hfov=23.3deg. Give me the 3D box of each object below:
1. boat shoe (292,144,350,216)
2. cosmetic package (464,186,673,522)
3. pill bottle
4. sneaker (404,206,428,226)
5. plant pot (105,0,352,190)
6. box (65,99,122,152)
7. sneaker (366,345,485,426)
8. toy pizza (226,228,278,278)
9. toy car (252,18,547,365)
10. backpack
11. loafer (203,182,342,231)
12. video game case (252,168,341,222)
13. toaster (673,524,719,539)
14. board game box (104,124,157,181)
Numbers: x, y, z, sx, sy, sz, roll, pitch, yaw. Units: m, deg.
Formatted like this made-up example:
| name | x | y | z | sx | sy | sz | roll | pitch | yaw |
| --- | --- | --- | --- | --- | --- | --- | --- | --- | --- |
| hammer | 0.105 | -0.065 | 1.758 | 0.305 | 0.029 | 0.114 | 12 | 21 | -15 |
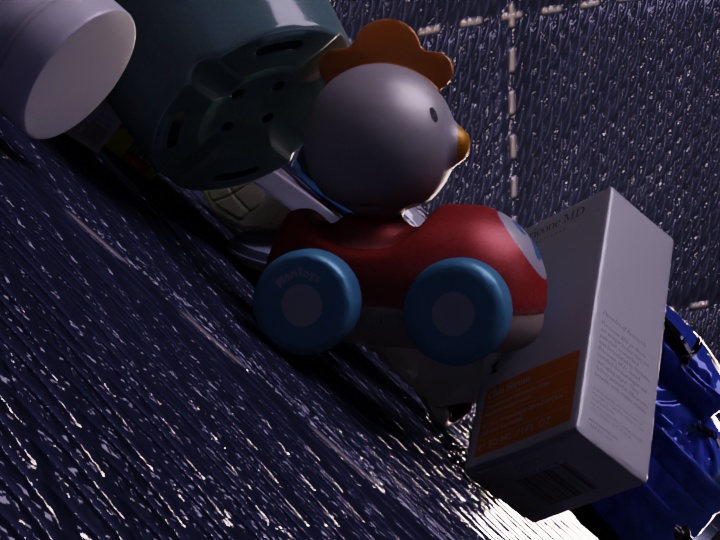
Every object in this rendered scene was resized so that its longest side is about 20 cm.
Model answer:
| name | x | y | z | sx | sy | sz | roll | pitch | yaw |
| --- | --- | --- | --- | --- | --- | --- | --- | --- | --- |
| boat shoe | -0.009 | -0.084 | 1.348 | 0.084 | 0.069 | 0.200 | 39 | 4 | -25 |
| cosmetic package | 0.141 | 0.054 | 1.158 | 0.071 | 0.101 | 0.201 | 37 | 46 | -26 |
| pill bottle | -0.221 | -0.164 | 0.950 | 0.200 | 0.112 | 0.112 | 40 | 3 | 15 |
| sneaker | 0.051 | 0.020 | 1.424 | 0.201 | 0.075 | 0.115 | 61 | 3 | -4 |
| plant pot | -0.110 | -0.172 | 1.143 | 0.197 | 0.200 | 0.200 | 59 | 13 | 27 |
| box | -0.224 | -0.134 | 1.139 | 0.039 | 0.042 | 0.200 | 42 | 5 | 31 |
| sneaker | 0.041 | 0.066 | 1.280 | 0.199 | 0.085 | 0.073 | 19 | 15 | 29 |
| toy pizza | 0.000 | 0.000 | 1.280 | 0.199 | 0.032 | 0.200 | 6 | 9 | -1 |
| toy car | 0.030 | -0.053 | 1.072 | 0.175 | 0.202 | 0.184 | 3 | 4 | 12 |
| backpack | 0.213 | 0.121 | 1.379 | 0.200 | 0.168 | 0.162 | 51 | 16 | 2 |
| loafer | -0.043 | -0.023 | 1.431 | 0.200 | 0.072 | 0.063 | 38 | -5 | 27 |
| video game case | -0.102 | -0.097 | 1.306 | 0.143 | 0.017 | 0.200 | 35 | 3 | -43 |
| toaster | 0.309 | 0.247 | 1.241 | 0.200 | 0.114 | 0.129 | 41 | 6 | 6 |
| board game box | -0.188 | -0.128 | 1.382 | 0.101 | 0.048 | 0.200 | 39 | 3 | -8 |
